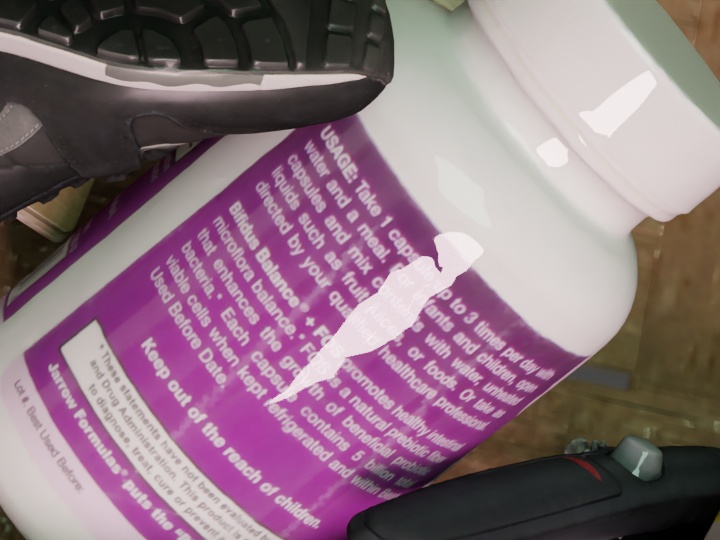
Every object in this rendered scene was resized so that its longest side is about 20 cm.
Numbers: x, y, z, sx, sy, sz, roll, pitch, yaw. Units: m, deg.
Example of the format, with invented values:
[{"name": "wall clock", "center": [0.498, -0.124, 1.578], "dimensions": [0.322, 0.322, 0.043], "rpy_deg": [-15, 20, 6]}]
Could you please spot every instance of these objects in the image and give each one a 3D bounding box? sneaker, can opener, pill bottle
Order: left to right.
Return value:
[{"name": "sneaker", "center": [-0.092, -0.045, 0.719], "dimensions": [0.200, 0.088, 0.076], "rpy_deg": [2, 44, -1]}, {"name": "pill bottle", "center": [0.000, 0.000, 0.764], "dimensions": [0.200, 0.112, 0.112], "rpy_deg": [-39, 93, 15]}, {"name": "can opener", "center": [0.054, 0.074, 0.788], "dimensions": [0.200, 0.079, 0.063], "rpy_deg": [8, 101, -55]}]

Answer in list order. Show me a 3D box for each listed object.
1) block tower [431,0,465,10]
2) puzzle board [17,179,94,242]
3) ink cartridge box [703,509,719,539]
[{"name": "block tower", "center": [0.057, -0.099, 0.862], "dimensions": [0.058, 0.054, 0.200], "rpy_deg": [40, 75, -5]}, {"name": "puzzle board", "center": [-0.136, -0.118, 0.796], "dimensions": [0.200, 0.017, 0.151], "rpy_deg": [34, 55, -22]}, {"name": "ink cartridge box", "center": [0.164, 0.106, 0.784], "dimensions": [0.083, 0.200, 0.145], "rpy_deg": [-38, 95, 28]}]
